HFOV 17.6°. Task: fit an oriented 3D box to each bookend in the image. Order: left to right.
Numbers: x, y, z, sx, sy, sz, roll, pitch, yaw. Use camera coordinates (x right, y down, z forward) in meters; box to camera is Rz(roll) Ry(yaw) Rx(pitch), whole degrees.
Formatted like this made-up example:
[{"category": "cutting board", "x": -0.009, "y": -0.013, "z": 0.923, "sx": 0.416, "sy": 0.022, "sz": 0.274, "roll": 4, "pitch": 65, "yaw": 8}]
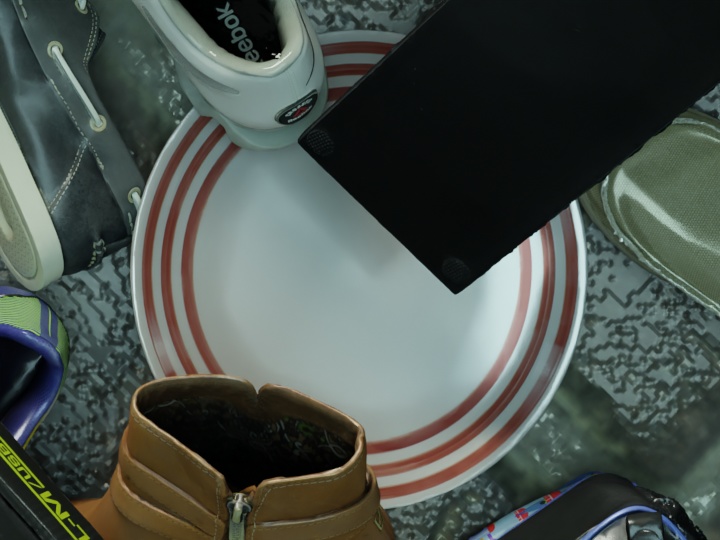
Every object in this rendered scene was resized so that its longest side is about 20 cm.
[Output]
[{"category": "bookend", "x": 0.098, "y": -0.123, "z": 0.933, "sx": 0.092, "sy": 0.200, "sz": 0.199, "roll": 43, "pitch": 128, "yaw": -9}]

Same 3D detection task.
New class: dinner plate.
[{"category": "dinner plate", "x": 0.000, "y": 0.000, "z": 0.982, "sx": 0.198, "sy": 0.024, "sz": 0.202, "roll": 0, "pitch": 91, "yaw": -13}]

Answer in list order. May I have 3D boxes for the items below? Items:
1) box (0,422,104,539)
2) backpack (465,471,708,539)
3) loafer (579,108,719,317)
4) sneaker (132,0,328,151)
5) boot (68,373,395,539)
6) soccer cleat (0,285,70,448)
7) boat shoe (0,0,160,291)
[{"category": "box", "x": -0.166, "y": 0.175, "z": 0.891, "sx": 0.200, "sy": 0.048, "sz": 0.193, "roll": -43, "pitch": 87, "yaw": 12}, {"category": "backpack", "x": 0.101, "y": 0.208, "z": 0.971, "sx": 0.182, "sy": 0.135, "sz": 0.201, "roll": -36, "pitch": 98, "yaw": -1}, {"category": "loafer", "x": 0.181, "y": -0.006, "z": 0.986, "sx": 0.199, "sy": 0.068, "sz": 0.076, "roll": 32, "pitch": 90, "yaw": -10}, {"category": "sneaker", "x": -0.080, "y": -0.144, "z": 0.923, "sx": 0.074, "sy": 0.089, "sz": 0.200, "roll": -41, "pitch": 83, "yaw": -10}, {"category": "boot", "x": -0.085, "y": 0.099, "z": 0.919, "sx": 0.198, "sy": 0.156, "sz": 0.077, "roll": 8, "pitch": 58, "yaw": 6}, {"category": "soccer cleat", "x": -0.191, "y": 0.091, "z": 0.940, "sx": 0.065, "sy": 0.084, "sz": 0.201, "roll": 39, "pitch": 87, "yaw": -23}, {"category": "boat shoe", "x": -0.141, "y": -0.097, "z": 0.952, "sx": 0.067, "sy": 0.072, "sz": 0.201, "roll": -22, "pitch": 97, "yaw": -21}]
